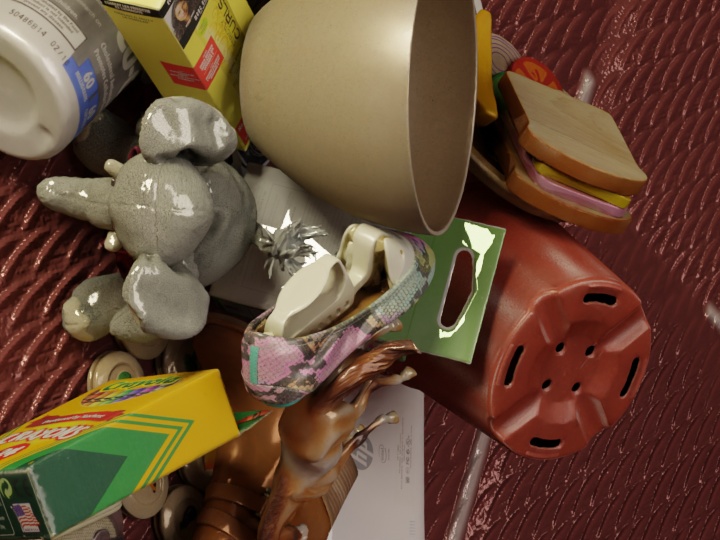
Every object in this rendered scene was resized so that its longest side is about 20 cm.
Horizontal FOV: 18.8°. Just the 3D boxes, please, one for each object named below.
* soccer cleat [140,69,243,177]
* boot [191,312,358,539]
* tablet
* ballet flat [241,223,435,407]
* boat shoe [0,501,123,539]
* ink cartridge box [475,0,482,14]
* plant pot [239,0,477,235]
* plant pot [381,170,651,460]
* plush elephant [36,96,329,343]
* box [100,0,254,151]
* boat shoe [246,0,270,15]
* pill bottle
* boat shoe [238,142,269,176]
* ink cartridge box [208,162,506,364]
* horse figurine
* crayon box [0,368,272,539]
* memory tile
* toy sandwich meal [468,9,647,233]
[{"bbox_3d":[-0.118,-0.091,1.592,0.085,0.068,0.202,20,73,-55],"label":"soccer cleat"},{"bbox_3d":[-0.091,0.145,1.567,0.156,0.076,0.201,-54,131,-33],"label":"boot"},{"bbox_3d":[0.010,0.147,1.744,0.130,0.014,0.202,9,78,-48],"label":"tablet"},{"bbox_3d":[-0.011,0.013,1.454,0.200,0.069,0.072,-41,142,-40],"label":"ballet flat"},{"bbox_3d":[-0.221,0.198,1.424,0.200,0.071,0.065,-29,102,-53],"label":"boat shoe"},{"bbox_3d":[0.037,-0.193,1.743,0.068,0.115,0.202,-25,104,-49],"label":"ink cartridge box"},{"bbox_3d":[-0.006,-0.128,1.477,0.200,0.133,0.202,4,90,-75],"label":"plant pot"},{"bbox_3d":[0.107,0.034,1.654,0.199,0.195,0.202,-16,122,-27],"label":"plant pot"},{"bbox_3d":[-0.139,-0.037,1.439,0.155,0.198,0.166,27,71,-66],"label":"plush elephant"},{"bbox_3d":[-0.111,-0.159,1.456,0.200,0.050,0.076,63,47,-63],"label":"box"},{"bbox_3d":[-0.051,-0.209,1.591,0.200,0.071,0.077,18,44,-59],"label":"boat shoe"},{"bbox_3d":[-0.189,-0.176,1.479,0.200,0.113,0.114,-51,122,-39],"label":"pill bottle"},{"bbox_3d":[-0.053,-0.158,1.669,0.072,0.067,0.201,49,51,-33],"label":"boat shoe"},{"bbox_3d":[0.000,0.000,1.574,0.059,0.198,0.105,63,43,-74],"label":"ink cartridge box"},{"bbox_3d":[-0.019,0.111,1.501,0.050,0.201,0.132,42,54,18],"label":"horse figurine"},{"bbox_3d":[-0.171,0.115,1.434,0.199,0.126,0.051,-27,101,-42],"label":"crayon box"},{"bbox_3d":[-0.128,0.123,1.583,0.200,0.017,0.154,43,55,-38],"label":"memory tile"},{"bbox_3d":[0.136,-0.115,1.640,0.204,0.070,0.206,27,35,-21],"label":"toy sandwich meal"}]
